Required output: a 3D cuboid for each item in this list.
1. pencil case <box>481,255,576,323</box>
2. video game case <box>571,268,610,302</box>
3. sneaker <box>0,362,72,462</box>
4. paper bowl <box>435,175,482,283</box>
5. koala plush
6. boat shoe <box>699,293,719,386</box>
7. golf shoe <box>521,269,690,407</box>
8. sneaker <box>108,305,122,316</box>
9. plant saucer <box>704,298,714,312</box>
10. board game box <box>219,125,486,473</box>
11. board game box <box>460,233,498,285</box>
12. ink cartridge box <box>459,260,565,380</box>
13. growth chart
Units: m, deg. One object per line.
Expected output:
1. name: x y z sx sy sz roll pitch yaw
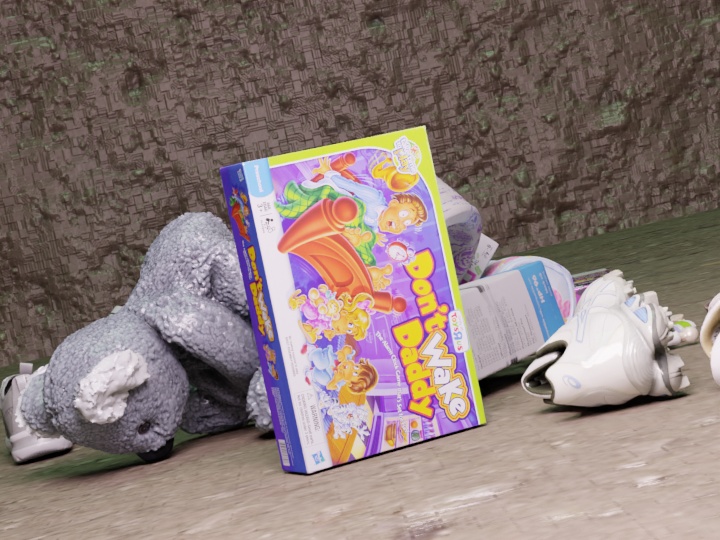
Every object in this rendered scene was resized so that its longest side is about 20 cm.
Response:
1. pencil case: 0.124 0.031 1.733 0.090 0.084 0.200 -31 7 -16
2. video game case: 0.162 0.038 1.931 0.198 0.036 0.181 -12 2 3
3. sneaker: -0.294 0.122 1.743 0.074 0.083 0.200 -13 2 -12
4. paper bowl: 0.000 0.000 1.556 0.200 0.104 0.201 -42 -20 -19
5. koala plush: -0.163 0.071 1.465 0.199 0.185 0.177 -27 9 -29
6. boat shoe: 0.241 0.033 1.158 0.069 0.071 0.200 -10 4 15
7. golf shoe: 0.148 0.050 1.261 0.096 0.079 0.200 -18 1 -1
8. sneaker: -0.236 0.100 2.174 0.199 0.078 0.080 11 63 51
9. plant saucer: 0.349 0.021 1.367 0.198 0.035 0.200 -13 2 0
10. board game box: -0.004 0.017 1.239 0.133 0.202 0.045 -13 3 -24
11. board game box: 0.052 0.027 1.744 0.034 0.135 0.200 31 -7 -11
12. ink cartridge box: 0.055 0.056 1.443 0.115 0.068 0.199 -19 1 37
13. growth chart: 0.198 0.056 1.528 0.143 0.018 0.200 -12 2 -6
